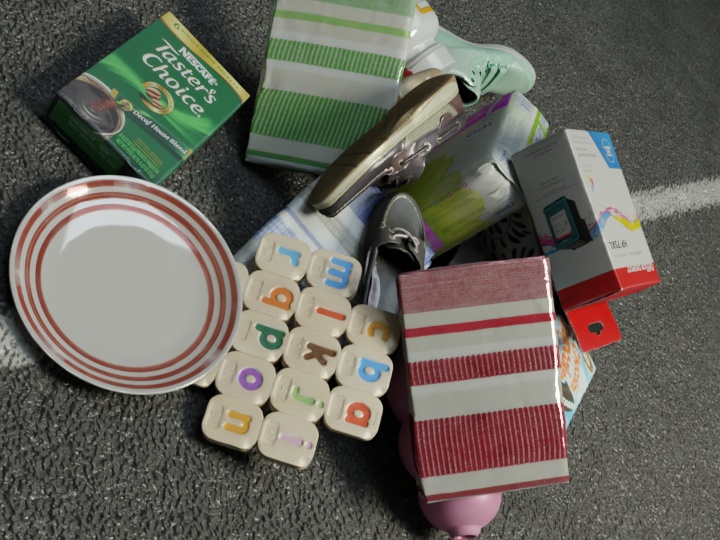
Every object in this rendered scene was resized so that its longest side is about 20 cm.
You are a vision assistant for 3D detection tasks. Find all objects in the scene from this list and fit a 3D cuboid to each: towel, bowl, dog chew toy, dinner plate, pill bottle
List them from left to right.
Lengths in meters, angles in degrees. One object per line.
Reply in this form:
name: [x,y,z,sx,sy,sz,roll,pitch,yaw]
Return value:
dinner plate: [-0.193,0.012,0.902,0.197,0.024,0.203,15,57,-24]
towel: [-0.031,0.000,1.040,0.147,0.024,0.200,48,62,-6]
towel: [-0.031,-0.197,1.102,0.023,0.150,0.204,12,89,-82]
pill bottle: [0.025,-0.307,1.320,0.201,0.112,0.112,53,38,2]
dog chew toy: [0.087,0.150,1.028,0.123,0.124,0.204,15,58,-37]
towel: [0.109,0.095,0.962,0.141,0.023,0.204,-6,90,-8]
bowl: [0.173,-0.043,1.258,0.202,0.093,0.203,56,22,-37]

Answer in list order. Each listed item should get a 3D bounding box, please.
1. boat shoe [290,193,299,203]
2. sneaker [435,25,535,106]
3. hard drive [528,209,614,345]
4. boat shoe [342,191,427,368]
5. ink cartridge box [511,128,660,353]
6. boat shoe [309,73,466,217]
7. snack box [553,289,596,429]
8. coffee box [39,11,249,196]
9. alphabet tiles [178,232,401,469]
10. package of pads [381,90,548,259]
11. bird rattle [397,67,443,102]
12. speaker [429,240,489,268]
boat shoe: [0.000,0.000,1.106,0.198,0.072,0.063,34,66,-17]
sneaker: [0.155,-0.245,1.431,0.197,0.074,0.120,13,45,-27]
hard drive: [0.234,-0.013,1.202,0.200,0.032,0.142,44,32,-54]
boat shoe: [0.031,0.013,1.019,0.066,0.057,0.203,21,67,-18]
ink cartridge box: [0.228,-0.031,1.063,0.115,0.067,0.204,-7,77,-56]
boat shoe: [0.034,-0.112,1.051,0.200,0.071,0.065,-45,112,-25]
snack box: [0.180,0.080,1.075,0.118,0.037,0.200,63,23,-1]
coffee box: [-0.198,-0.158,1.032,0.123,0.044,0.201,46,39,-8]
alphabet tiles: [-0.066,0.066,0.943,0.192,0.015,0.203,17,61,-3]
package of pads: [0.097,-0.089,1.152,0.068,0.199,0.156,45,39,-18]
bird rattle: [0.029,-0.176,1.197,0.198,0.162,0.115,-15,90,-40]
speaker: [0.152,0.053,1.195,0.199,0.081,0.082,41,39,-13]
